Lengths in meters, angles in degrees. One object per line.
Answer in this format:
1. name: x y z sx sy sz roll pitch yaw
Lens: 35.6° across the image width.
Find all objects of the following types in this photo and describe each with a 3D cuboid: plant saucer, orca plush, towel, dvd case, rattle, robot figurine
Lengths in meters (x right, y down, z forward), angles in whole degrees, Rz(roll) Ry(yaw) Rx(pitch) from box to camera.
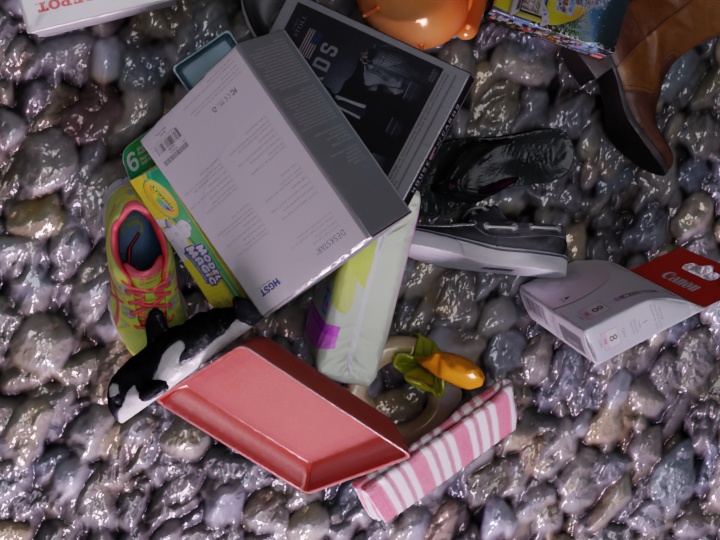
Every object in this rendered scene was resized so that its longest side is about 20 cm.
1. plant saucer: -0.076 0.140 1.104 0.200 0.200 0.037 36 54 -17
2. plant saucer: -0.107 -0.142 1.143 0.070 0.019 0.200 -36 106 -5
3. orca plush: -0.180 0.067 1.066 0.200 0.105 0.071 -35 94 36
4. towel: 0.084 0.193 1.201 0.200 0.146 0.030 -34 66 -7
5. dvd case: -0.015 -0.154 1.038 0.200 0.025 0.151 28 92 19
6. rattle: 0.026 0.161 1.173 0.200 0.143 0.130 -30 121 -13
7. robot figurine: 0.063 -0.301 1.086 0.116 0.144 0.200 14 66 15

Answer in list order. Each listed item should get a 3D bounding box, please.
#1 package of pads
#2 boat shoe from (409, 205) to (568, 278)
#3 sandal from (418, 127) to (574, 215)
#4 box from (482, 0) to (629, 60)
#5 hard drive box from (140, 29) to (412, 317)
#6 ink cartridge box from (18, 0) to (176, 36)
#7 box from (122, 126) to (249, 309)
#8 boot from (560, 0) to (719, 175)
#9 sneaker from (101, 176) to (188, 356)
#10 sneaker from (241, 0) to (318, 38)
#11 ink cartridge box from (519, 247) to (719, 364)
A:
1. package of pads: 0.000 0.000 1.125 0.068 0.155 0.201 14 97 -9
2. boat shoe: 0.132 -0.037 1.195 0.199 0.072 0.068 7 80 -16
3. sandal: 0.138 -0.111 1.194 0.200 0.048 0.076 -17 104 -11
4. box: 0.220 -0.334 1.152 0.136 0.038 0.200 18 86 -8
5. hard drive box: -0.078 -0.084 1.000 0.156 0.077 0.200 -35 89 37
6. ink cartridge box: -0.261 -0.329 1.030 0.144 0.084 0.200 -15 105 -6
7. box: -0.143 -0.060 1.101 0.048 0.117 0.200 -21 109 36
8. boot: 0.341 -0.228 1.225 0.200 0.068 0.188 -37 94 -10
9. sneaker: -0.215 0.012 1.106 0.078 0.090 0.201 -15 105 -13
10. sneaker: -0.043 -0.215 1.110 0.074 0.085 0.200 -39 107 -5
11. ink cartridge box: 0.293 0.016 1.198 0.200 0.163 0.057 -29 111 -7
